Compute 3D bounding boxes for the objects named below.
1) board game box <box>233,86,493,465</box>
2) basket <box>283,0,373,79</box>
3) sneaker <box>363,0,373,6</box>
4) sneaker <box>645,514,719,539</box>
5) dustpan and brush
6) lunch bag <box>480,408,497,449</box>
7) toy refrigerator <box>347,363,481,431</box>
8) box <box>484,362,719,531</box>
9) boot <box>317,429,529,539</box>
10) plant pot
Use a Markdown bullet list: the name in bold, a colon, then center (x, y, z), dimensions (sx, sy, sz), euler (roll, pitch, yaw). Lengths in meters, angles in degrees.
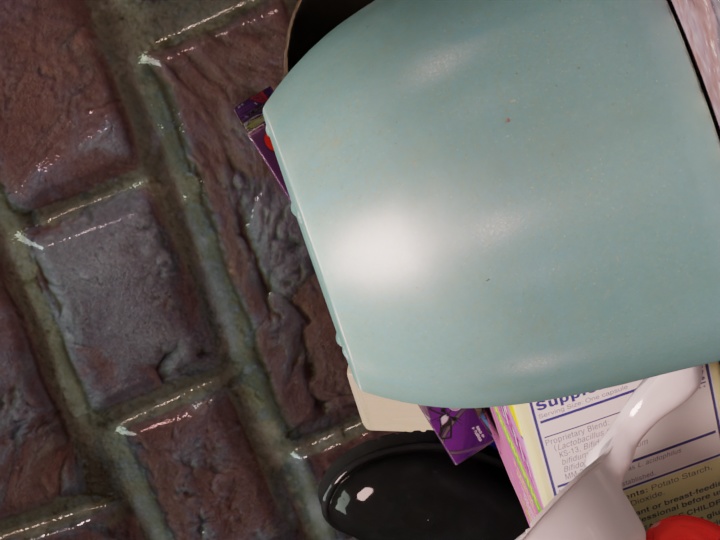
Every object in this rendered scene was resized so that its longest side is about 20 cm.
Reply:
- **board game box**: center (0.000, 0.000, 1.371), dimensions (0.200, 0.032, 0.120), euler (58, 176, -12)
- **basket**: center (0.050, -0.062, 1.459), dimensions (0.200, 0.136, 0.181), euler (67, -165, -51)
- **sneaker**: center (0.013, -0.164, 1.531), dimensions (0.100, 0.069, 0.201), euler (-129, 30, -47)
- **sneaker**: center (0.182, 0.183, 1.142), dimensions (0.085, 0.077, 0.200), euler (95, 152, -58)
- **dustpan and brush**: center (0.096, 0.108, 1.157), dimensions (0.057, 0.200, 0.140), euler (50, -171, 12)
- **lunch bag**: center (0.123, 0.086, 1.806), dimensions (0.200, 0.094, 0.151), euler (56, -173, -41)
- **toy refrigerator**: center (0.051, 0.007, 1.715), dimensions (0.070, 0.076, 0.200), euler (72, -156, -50)
- **box**: center (0.111, 0.053, 1.288), dimensions (0.176, 0.096, 0.200), euler (-111, 3, -48)
- **boot**: center (0.086, 0.170, 1.397), dimensions (0.073, 0.198, 0.163), euler (-61, 31, 28)
- **plant pot**: center (0.053, -0.034, 1.092), dimensions (0.201, 0.160, 0.201), euler (161, 90, -89)
